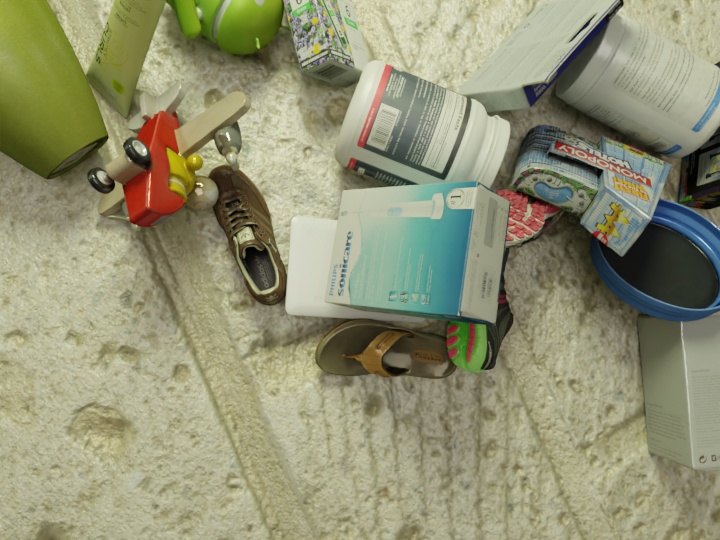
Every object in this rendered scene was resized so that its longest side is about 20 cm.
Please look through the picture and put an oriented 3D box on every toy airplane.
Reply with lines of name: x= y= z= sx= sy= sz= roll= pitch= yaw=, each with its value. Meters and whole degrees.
toy airplane: x=-0.233 y=-0.134 z=0.722 sx=0.141 sy=0.199 sz=0.200 roll=45 pitch=70 yaw=-34

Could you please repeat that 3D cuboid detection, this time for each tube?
tube: x=-0.288 y=-0.281 z=0.718 sx=0.052 sy=0.200 sz=0.058 roll=7 pitch=56 yaw=-36

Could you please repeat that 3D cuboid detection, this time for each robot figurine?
robot figurine: x=-0.185 y=-0.366 z=0.756 sx=0.200 sy=0.116 sz=0.176 roll=41 pitch=51 yaw=-2

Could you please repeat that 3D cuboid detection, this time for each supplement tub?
supplement tub: x=0.394 y=-0.256 z=0.814 sx=0.199 sy=0.132 sz=0.133 roll=27 pitch=83 yaw=-5
supplement tub: x=0.077 y=-0.173 z=0.763 sx=0.199 sy=0.140 sz=0.141 roll=21 pitch=84 yaw=-5

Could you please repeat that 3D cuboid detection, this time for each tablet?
tablet: x=0.000 y=0.000 z=0.787 sx=0.199 sy=0.014 sz=0.131 roll=5 pitch=85 yaw=-18

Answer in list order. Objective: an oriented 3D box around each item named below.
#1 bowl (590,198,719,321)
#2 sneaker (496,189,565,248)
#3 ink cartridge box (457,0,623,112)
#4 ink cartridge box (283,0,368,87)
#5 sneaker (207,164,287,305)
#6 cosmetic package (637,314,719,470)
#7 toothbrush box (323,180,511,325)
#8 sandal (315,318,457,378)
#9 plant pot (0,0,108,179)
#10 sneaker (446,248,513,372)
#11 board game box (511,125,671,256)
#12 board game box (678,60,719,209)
bowl: x=0.412 y=-0.017 z=0.797 sx=0.199 sy=0.040 sz=0.202 roll=3 pitch=51 yaw=-3
sneaker: x=0.205 y=-0.061 z=0.760 sx=0.199 sy=0.075 sz=0.081 roll=-25 pitch=56 yaw=-41
ink cartridge box: x=0.246 y=-0.290 z=0.765 sx=0.200 sy=0.200 sz=0.041 roll=-47 pitch=114 yaw=-7
ink cartridge box: x=-0.053 y=-0.355 z=0.773 sx=0.050 sy=0.109 sz=0.201 roll=-15 pitch=88 yaw=30
sneaker: x=-0.143 y=-0.051 z=0.759 sx=0.070 sy=0.076 sz=0.201 roll=-25 pitch=90 yaw=-8
cosmetic package: x=0.450 y=0.161 z=0.807 sx=0.073 sy=0.102 sz=0.202 roll=-1 pitch=87 yaw=-7
toothbrush box: x=0.063 y=-0.020 z=0.692 sx=0.085 sy=0.199 sz=0.148 roll=17 pitch=78 yaw=-49
sandal: x=0.040 y=0.113 z=0.773 sx=0.198 sy=0.054 sz=0.081 roll=8 pitch=101 yaw=-9
plant pot: x=-0.408 y=-0.218 z=0.702 sx=0.187 sy=0.187 sz=0.200 roll=-39 pitch=106 yaw=-8
sneaker: x=0.168 y=0.043 z=0.802 sx=0.084 sy=0.076 sz=0.201 roll=29 pitch=70 yaw=-43
board game box: x=0.303 y=-0.112 z=0.754 sx=0.199 sy=0.200 sz=0.062 roll=24 pitch=128 yaw=4
board game box: x=0.525 y=-0.199 z=0.809 sx=0.056 sy=0.165 sz=0.202 roll=9 pitch=85 yaw=-6
